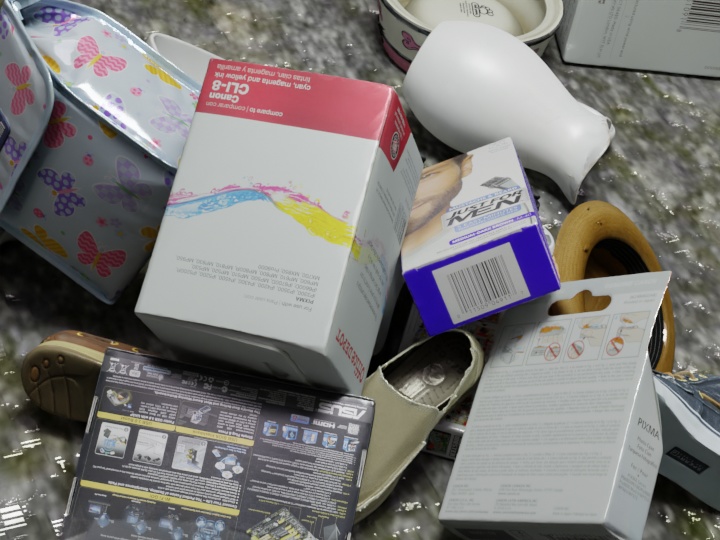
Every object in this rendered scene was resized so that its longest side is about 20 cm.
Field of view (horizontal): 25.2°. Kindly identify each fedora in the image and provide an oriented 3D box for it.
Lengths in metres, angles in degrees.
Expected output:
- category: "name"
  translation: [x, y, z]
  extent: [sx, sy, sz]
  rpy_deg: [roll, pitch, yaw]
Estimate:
- category: "fedora"
  translation: [0.187, 0.039, 1.333]
  extent: [0.082, 0.201, 0.201]
  rpy_deg: [-12, 27, 35]

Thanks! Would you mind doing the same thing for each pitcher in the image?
- category: "pitcher"
  translation: [0.152, -0.162, 1.570]
  extent: [0.200, 0.121, 0.172]
  rpy_deg: [31, 23, 7]

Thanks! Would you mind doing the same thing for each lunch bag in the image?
- category: "lunch bag"
  translation: [-0.223, -0.098, 1.256]
  extent: [0.200, 0.170, 0.127]
  rpy_deg: [38, 40, -4]

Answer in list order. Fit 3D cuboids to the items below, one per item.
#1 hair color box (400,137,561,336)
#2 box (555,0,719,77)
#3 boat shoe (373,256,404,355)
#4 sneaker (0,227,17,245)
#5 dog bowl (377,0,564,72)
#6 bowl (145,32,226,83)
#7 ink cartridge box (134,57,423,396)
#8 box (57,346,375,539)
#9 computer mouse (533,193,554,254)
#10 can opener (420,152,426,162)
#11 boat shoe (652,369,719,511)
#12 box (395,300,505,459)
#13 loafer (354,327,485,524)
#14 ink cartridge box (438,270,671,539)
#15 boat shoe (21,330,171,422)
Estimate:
- category: "hair color box"
  translation: [0.088, -0.031, 1.281]
  extent: [0.109, 0.065, 0.200]
  rpy_deg: [-20, 20, 7]
- category: "box"
  translation: [0.321, -0.329, 1.719]
  extent: [0.200, 0.199, 0.131]
  rpy_deg: [4, 40, -7]
- category: "boat shoe"
  translation: [0.000, 0.000, 1.365]
  extent: [0.064, 0.071, 0.200]
  rpy_deg: [-18, 31, 35]
- category: "sneaker"
  translation: [-0.325, -0.046, 1.334]
  extent: [0.075, 0.088, 0.200]
  rpy_deg: [22, 43, 10]
- category: "dog bowl"
  translation: [0.109, -0.263, 1.692]
  extent: [0.200, 0.074, 0.200]
  rpy_deg: [7, 40, -6]
- category: "bowl"
  translation: [-0.106, -0.102, 1.412]
  extent: [0.200, 0.075, 0.200]
  rpy_deg: [18, 30, -47]
- category: "ink cartridge box"
  translation: [-0.054, -0.024, 1.164]
  extent: [0.144, 0.145, 0.200]
  rpy_deg: [11, 73, 13]
- category: "box"
  translation: [-0.100, 0.152, 1.136]
  extent: [0.200, 0.049, 0.161]
  rpy_deg: [10, 69, 0]
- category: "computer mouse"
  translation: [0.120, -0.038, 1.437]
  extent: [0.109, 0.044, 0.200]
  rpy_deg: [10, 22, -9]
- category: "can opener"
  translation: [0.014, -0.089, 1.427]
  extent: [0.079, 0.063, 0.200]
  rpy_deg: [21, 3, 19]
- category: "boat shoe"
  translation: [0.241, 0.107, 1.263]
  extent: [0.200, 0.071, 0.091]
  rpy_deg: [36, 38, -20]
- category: "box"
  translation: [0.085, 0.072, 1.333]
  extent: [0.110, 0.035, 0.200]
  rpy_deg: [15, 41, 4]
- category: "loafer"
  translation: [0.019, 0.109, 1.213]
  extent: [0.076, 0.068, 0.200]
  rpy_deg: [36, 68, 15]
- category: "ink cartridge box"
  translation: [0.152, 0.103, 1.181]
  extent: [0.047, 0.160, 0.200]
  rpy_deg: [37, 62, -33]
- category: "boat shoe"
  translation: [-0.154, 0.093, 1.226]
  extent: [0.200, 0.072, 0.068]
  rpy_deg: [21, 27, 2]
